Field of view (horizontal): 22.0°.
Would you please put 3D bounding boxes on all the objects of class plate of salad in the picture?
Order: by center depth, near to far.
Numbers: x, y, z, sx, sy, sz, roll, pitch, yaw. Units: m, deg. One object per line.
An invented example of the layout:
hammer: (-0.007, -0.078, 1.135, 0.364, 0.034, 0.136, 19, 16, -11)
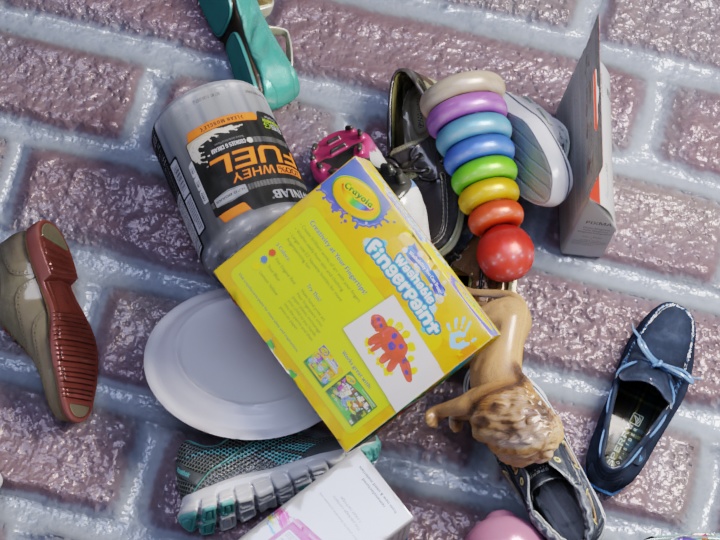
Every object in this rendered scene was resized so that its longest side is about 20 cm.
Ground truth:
plate of salad: (-0.104, 0.091, 1.745, 0.199, 0.048, 0.201, 3, 42, -2)

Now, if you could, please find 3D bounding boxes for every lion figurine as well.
lion figurine: (0.124, 0.083, 1.667, 0.122, 0.072, 0.201, -18, 63, 37)

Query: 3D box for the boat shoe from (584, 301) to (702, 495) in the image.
boat shoe: (0.274, 0.117, 1.742, 0.084, 0.069, 0.201, 18, 69, 6)

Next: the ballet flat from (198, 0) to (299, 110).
ballet flat: (-0.113, -0.248, 1.894, 0.070, 0.067, 0.201, -10, 66, -31)

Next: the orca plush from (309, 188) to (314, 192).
orca plush: (0.000, 0.000, 1.785, 0.200, 0.105, 0.071, 44, 113, 25)

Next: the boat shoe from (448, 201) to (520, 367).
boat shoe: (0.118, -0.003, 1.786, 0.068, 0.072, 0.201, -1, 68, -3)

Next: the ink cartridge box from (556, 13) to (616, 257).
ink cartridge box: (0.228, -0.124, 1.767, 0.057, 0.200, 0.164, 5, 67, -8)

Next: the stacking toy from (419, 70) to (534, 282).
stacking toy: (0.118, -0.083, 1.751, 0.085, 0.085, 0.201, -12, 73, -6)

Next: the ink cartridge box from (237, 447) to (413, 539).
ink cartridge box: (-0.058, 0.264, 1.635, 0.200, 0.145, 0.085, -35, 74, -14)

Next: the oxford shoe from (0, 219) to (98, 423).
oxford shoe: (-0.303, 0.056, 1.769, 0.074, 0.070, 0.201, -21, 69, 19)

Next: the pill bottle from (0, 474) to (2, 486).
pill bottle: (-0.429, 0.224, 1.658, 0.120, 0.120, 0.200, 37, 72, 13)

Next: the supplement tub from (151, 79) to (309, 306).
supplement tub: (-0.114, -0.071, 1.775, 0.122, 0.123, 0.201, -21, 65, -9)

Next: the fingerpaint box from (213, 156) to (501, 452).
fingerpaint box: (-0.002, 0.029, 1.639, 0.167, 0.073, 0.200, -39, 83, 8)

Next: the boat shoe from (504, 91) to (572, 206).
boat shoe: (0.172, -0.128, 1.798, 0.066, 0.074, 0.200, -2, 34, -20)

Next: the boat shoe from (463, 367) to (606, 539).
boat shoe: (0.158, 0.165, 1.691, 0.071, 0.091, 0.201, -35, 79, 6)

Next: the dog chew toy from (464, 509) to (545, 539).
dog chew toy: (0.133, 0.309, 1.638, 0.124, 0.125, 0.201, -3, 60, -2)

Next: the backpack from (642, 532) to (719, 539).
backpack: (0.337, 0.315, 1.628, 0.199, 0.151, 0.179, 2, 66, -6)

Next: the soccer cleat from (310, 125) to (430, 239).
soccer cleat: (0.008, -0.073, 1.783, 0.070, 0.087, 0.200, -31, 29, -7)

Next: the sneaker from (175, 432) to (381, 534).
sneaker: (-0.081, 0.171, 1.714, 0.199, 0.078, 0.092, -14, 61, -11)

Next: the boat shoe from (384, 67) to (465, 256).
boat shoe: (0.054, -0.107, 1.820, 0.073, 0.065, 0.201, -26, 56, 30)
